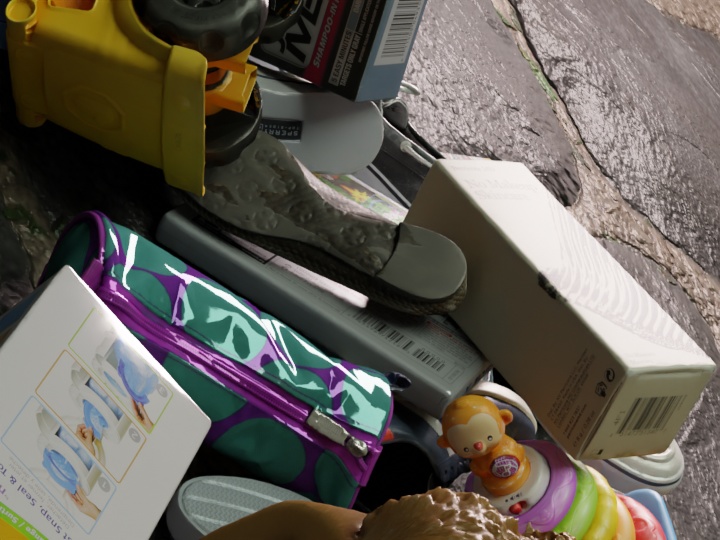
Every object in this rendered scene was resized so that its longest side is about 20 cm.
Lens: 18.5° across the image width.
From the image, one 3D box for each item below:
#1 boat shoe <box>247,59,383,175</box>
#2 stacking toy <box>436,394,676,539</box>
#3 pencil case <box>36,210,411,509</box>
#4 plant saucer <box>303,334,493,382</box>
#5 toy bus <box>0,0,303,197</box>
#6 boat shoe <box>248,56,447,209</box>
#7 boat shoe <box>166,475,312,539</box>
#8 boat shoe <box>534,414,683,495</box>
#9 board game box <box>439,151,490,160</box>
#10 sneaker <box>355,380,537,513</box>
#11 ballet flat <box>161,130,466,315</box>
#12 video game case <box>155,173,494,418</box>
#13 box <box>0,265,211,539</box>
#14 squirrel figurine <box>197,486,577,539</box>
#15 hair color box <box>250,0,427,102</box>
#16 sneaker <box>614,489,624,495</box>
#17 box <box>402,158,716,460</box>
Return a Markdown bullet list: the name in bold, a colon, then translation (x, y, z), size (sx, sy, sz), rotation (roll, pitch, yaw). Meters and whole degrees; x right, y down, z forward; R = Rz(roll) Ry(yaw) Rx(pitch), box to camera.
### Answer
- **boat shoe**: translation (-0.084, -0.100, 1.347), size (0.199, 0.071, 0.070), rotation (4, 13, -32)
- **stacking toy**: translation (0.100, 0.136, 1.256), size (0.200, 0.115, 0.110), rotation (55, 19, -40)
- **pencil case**: translation (-0.075, 0.049, 1.139), size (0.199, 0.086, 0.092), rotation (30, -8, -23)
- **plant saucer**: translation (0.022, 0.026, 1.420), size (0.200, 0.027, 0.201), rotation (39, 28, -26)
- **toy bus**: translation (-0.131, -0.167, 1.232), size (0.191, 0.136, 0.201), rotation (16, 60, 7)
- **boat shoe**: translation (0.005, -0.101, 1.467), size (0.200, 0.068, 0.073), rotation (50, 19, 25)
- **boat shoe**: translation (-0.015, 0.172, 1.133), size (0.199, 0.062, 0.072), rotation (27, 32, -10)
- **boat shoe**: translation (0.143, 0.056, 1.420), size (0.200, 0.070, 0.071), rotation (50, 43, 10)
- **board game box**: translation (0.108, 0.010, 1.552), size (0.201, 0.035, 0.135), rotation (59, 18, 12)
- **sneaker**: translation (0.037, 0.113, 1.289), size (0.199, 0.075, 0.085), rotation (7, 49, -43)
- **ballet flat**: translation (-0.028, -0.027, 1.279), size (0.199, 0.046, 0.068), rotation (26, 65, 9)
- **video game case**: translation (0.000, 0.000, 1.325), size (0.199, 0.022, 0.182), rotation (32, 27, 12)
- **box**: translation (-0.158, 0.105, 0.926), size (0.101, 0.112, 0.200), rotation (48, 27, -12)
- **squirrel figurine**: translation (0.029, 0.198, 1.035), size (0.187, 0.199, 0.142), rotation (54, 13, -28)
- **hair color box**: translation (-0.058, -0.187, 1.363), size (0.199, 0.100, 0.061), rotation (26, 18, 24)
- **sneaker**: translation (0.197, 0.233, 1.407), size (0.200, 0.075, 0.090), rotation (44, 25, 2)
- **box**: translation (0.109, 0.020, 1.284), size (0.082, 0.069, 0.200), rotation (-1, 39, -42)
